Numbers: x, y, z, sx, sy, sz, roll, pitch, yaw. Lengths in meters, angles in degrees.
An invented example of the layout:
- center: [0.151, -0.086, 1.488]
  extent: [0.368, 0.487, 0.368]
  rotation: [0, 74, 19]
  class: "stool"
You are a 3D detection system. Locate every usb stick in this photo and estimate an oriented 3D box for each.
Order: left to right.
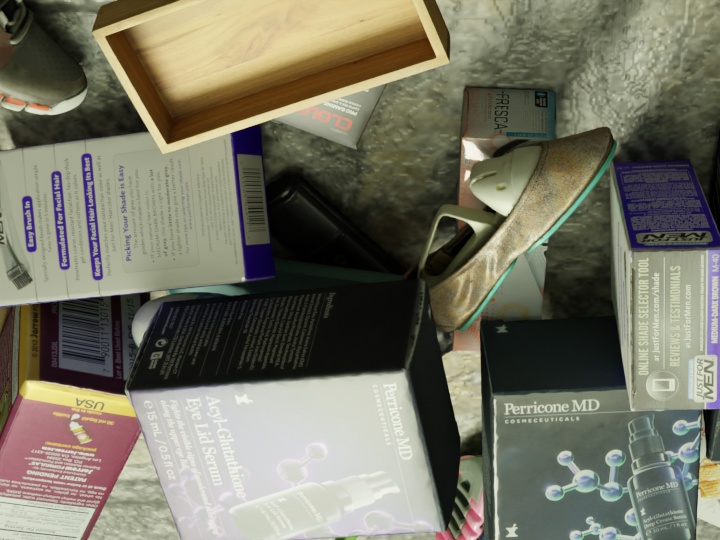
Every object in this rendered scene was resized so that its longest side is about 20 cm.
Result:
- center: [0.000, 0.000, 1.196]
  extent: [0.055, 0.033, 0.200]
  rotation: [-32, 120, 32]
  class: "usb stick"

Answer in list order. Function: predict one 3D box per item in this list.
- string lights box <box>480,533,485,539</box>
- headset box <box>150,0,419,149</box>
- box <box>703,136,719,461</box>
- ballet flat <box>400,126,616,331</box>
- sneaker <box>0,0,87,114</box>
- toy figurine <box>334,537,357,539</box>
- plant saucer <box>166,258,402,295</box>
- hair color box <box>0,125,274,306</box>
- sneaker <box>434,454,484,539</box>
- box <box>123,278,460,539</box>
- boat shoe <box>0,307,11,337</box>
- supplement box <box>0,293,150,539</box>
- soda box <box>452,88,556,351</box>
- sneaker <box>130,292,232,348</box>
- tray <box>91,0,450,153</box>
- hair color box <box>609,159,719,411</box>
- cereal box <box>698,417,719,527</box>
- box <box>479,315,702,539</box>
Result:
- center: [0.143, 0.255, 1.319]
  extent: [0.102, 0.059, 0.201]
  rotation: [4, 120, -42]
  class: "string lights box"
- center: [-0.040, -0.181, 1.021]
  extent: [0.148, 0.077, 0.200]
  rotation: [20, 127, -11]
  class: "headset box"
- center: [0.299, 0.015, 1.096]
  extent: [0.106, 0.149, 0.201]
  rotation: [2, 131, 4]
  class: "box"
- center: [0.090, -0.034, 1.059]
  extent: [0.067, 0.068, 0.200]
  rotation: [31, 124, -10]
  class: "ballet flat"
- center: [-0.259, -0.180, 1.046]
  extent: [0.200, 0.077, 0.082]
  rotation: [33, 119, -21]
  class: "sneaker"
- center: [-0.063, 0.120, 1.268]
  extent: [0.184, 0.151, 0.200]
  rotation: [30, 152, -3]
  class: "toy figurine"
- center: [-0.055, 0.016, 1.196]
  extent: [0.199, 0.019, 0.070]
  rotation: [8, 142, 15]
  class: "plant saucer"
- center: [-0.166, -0.038, 1.110]
  extent: [0.199, 0.065, 0.110]
  rotation: [-5, 90, 16]
  class: "hair color box"
- center: [0.115, 0.230, 1.367]
  extent: [0.095, 0.079, 0.201]
  rotation: [-9, 133, -16]
  class: "sneaker"
- center: [-0.041, 0.100, 1.094]
  extent: [0.199, 0.105, 0.149]
  rotation: [-6, 123, 14]
  class: "box"
- center: [-0.307, -0.002, 1.202]
  extent: [0.071, 0.065, 0.201]
  rotation: [7, 131, 0]
  class: "boat shoe"
- center: [-0.239, 0.111, 1.238]
  extent: [0.103, 0.131, 0.200]
  rotation: [12, 132, -22]
  class: "supplement box"
- center: [0.103, -0.032, 1.141]
  extent: [0.068, 0.064, 0.201]
  rotation: [2, 131, 4]
  class: "soda box"
- center: [-0.072, 0.051, 1.170]
  extent: [0.199, 0.072, 0.073]
  rotation: [11, 157, 0]
  class: "sneaker"
- center: [-0.054, -0.148, 0.977]
  extent: [0.199, 0.037, 0.099]
  rotation: [-15, 127, 17]
  class: "tray"
- center: [0.203, 0.004, 1.057]
  extent: [0.064, 0.200, 0.110]
  rotation: [-1, 110, 7]
  class: "hair color box"
- center: [0.282, 0.136, 1.280]
  extent: [0.199, 0.040, 0.144]
  rotation: [24, 128, -15]
  class: "cereal box"
- center: [0.165, 0.143, 1.151]
  extent: [0.148, 0.107, 0.201]
  rotation: [-3, 116, 1]
  class: "box"
